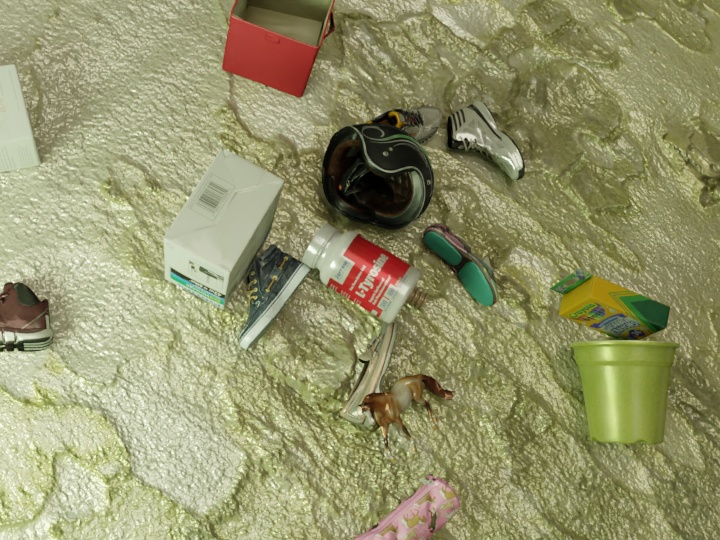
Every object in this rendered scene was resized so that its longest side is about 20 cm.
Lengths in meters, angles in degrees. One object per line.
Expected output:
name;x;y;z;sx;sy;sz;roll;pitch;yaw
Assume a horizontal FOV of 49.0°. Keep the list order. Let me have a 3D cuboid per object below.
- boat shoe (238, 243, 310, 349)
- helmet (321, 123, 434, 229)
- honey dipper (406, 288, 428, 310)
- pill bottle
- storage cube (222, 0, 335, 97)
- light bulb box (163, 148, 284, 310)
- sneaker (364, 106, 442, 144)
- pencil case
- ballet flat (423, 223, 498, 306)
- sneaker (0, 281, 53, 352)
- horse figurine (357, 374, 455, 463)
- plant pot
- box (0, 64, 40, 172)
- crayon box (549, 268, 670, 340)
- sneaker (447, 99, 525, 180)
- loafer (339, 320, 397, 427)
boat shoe;-0.180;0.046;1.421;0.091;0.071;0.200;34;59;1
helmet;0.042;-0.179;1.496;0.190;0.200;0.201;10;67;-34
honey dipper;0.033;0.018;1.505;0.200;0.038;0.038;25;66;-2
pill bottle;0.000;0.000;1.433;0.200;0.112;0.112;31;65;4
storage cube;-0.158;-0.479;1.555;0.199;0.180;0.171;18;67;-9
light bulb box;-0.239;-0.066;1.370;0.125;0.200;0.199;28;66;-2
sneaker;0.086;-0.290;1.605;0.200;0.082;0.078;-24;78;-22
pencil case;0.075;0.432;1.336;0.200;0.083;0.087;-35;83;-23
ballet flat;0.209;-0.021;1.555;0.200;0.069;0.071;46;46;5
sneaker;-0.610;0.073;1.295;0.199;0.076;0.116;3;64;-25
horse figurine;0.081;0.242;1.396;0.200;0.050;0.133;-33;99;-39
plant pot;0.495;0.229;1.481;0.200;0.200;0.185;4;82;-14
box;-0.680;-0.253;1.369;0.199;0.106;0.153;-14;75;-20
crayon box;0.483;0.074;1.555;0.199;0.126;0.052;23;67;-6
sneaker;0.250;-0.254;1.652;0.115;0.076;0.201;-28;71;-14
loafer;0.017;0.178;1.424;0.063;0.072;0.201;16;70;-1
